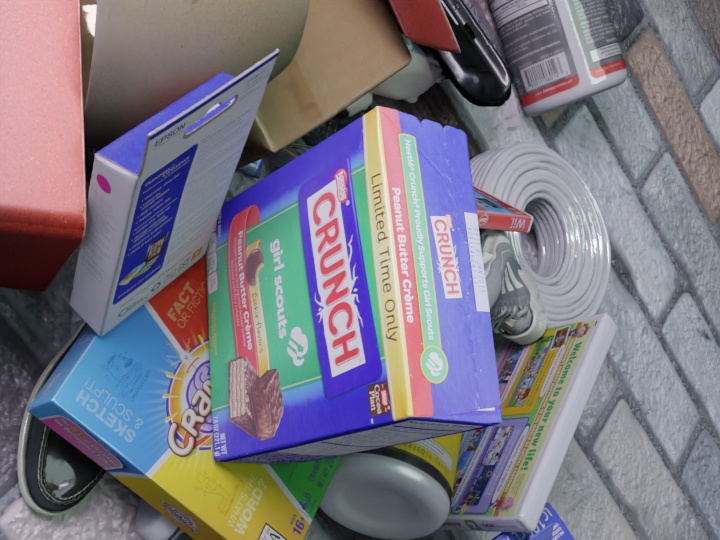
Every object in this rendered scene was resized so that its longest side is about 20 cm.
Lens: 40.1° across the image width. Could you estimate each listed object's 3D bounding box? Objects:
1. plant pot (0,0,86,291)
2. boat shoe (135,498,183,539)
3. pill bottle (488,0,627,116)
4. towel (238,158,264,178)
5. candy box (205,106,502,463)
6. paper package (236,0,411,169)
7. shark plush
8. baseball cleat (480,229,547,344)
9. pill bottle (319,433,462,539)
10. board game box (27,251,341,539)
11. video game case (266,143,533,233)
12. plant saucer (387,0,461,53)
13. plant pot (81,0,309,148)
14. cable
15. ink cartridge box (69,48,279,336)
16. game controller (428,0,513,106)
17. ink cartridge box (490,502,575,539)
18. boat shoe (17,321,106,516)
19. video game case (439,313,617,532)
[{"bbox_3d":[-0.264,-0.101,0.571,0.173,0.199,0.204,0,80,-25],"label":"plant pot"},{"bbox_3d":[-0.093,0.125,0.740,0.070,0.070,0.202,43,50,-20],"label":"boat shoe"},{"bbox_3d":[0.197,-0.275,1.034,0.115,0.115,0.203,-22,95,-40],"label":"pill bottle"},{"bbox_3d":[-0.143,-0.180,0.790,0.198,0.024,0.149,27,65,-33],"label":"towel"},{"bbox_3d":[-0.016,0.022,0.600,0.076,0.199,0.172,7,71,-39],"label":"candy box"},{"bbox_3d":[-0.084,-0.203,0.762,0.190,0.103,0.202,-39,107,-37],"label":"paper package"},{"bbox_3d":[0.039,-0.211,0.924,0.198,0.091,0.084,-13,59,-36],"label":"shark plush"},{"bbox_3d":[0.115,0.027,0.813,0.107,0.069,0.200,50,27,-7],"label":"baseball cleat"},{"bbox_3d":[0.032,0.105,0.807,0.112,0.111,0.202,39,45,-26],"label":"pill bottle"},{"bbox_3d":[-0.100,0.091,0.667,0.200,0.040,0.154,44,52,-22],"label":"board game box"},{"bbox_3d":[0.035,-0.071,0.847,0.197,0.143,0.018,3,112,-39],"label":"video game case"},{"bbox_3d":[0.004,-0.285,0.765,0.201,0.036,0.201,57,11,-42],"label":"plant saucer"},{"bbox_3d":[-0.106,-0.174,0.589,0.132,0.200,0.204,-1,81,-24],"label":"plant pot"},{"bbox_3d":[0.167,-0.026,0.986,0.199,0.069,0.203,-32,101,-39],"label":"cable"},{"bbox_3d":[-0.109,-0.044,0.550,0.037,0.200,0.095,43,54,5],"label":"ink cartridge box"},{"bbox_3d":[0.072,-0.239,0.928,0.104,0.042,0.202,-20,74,-52],"label":"game controller"},{"bbox_3d":[0.094,0.266,0.772,0.135,0.201,0.077,-20,68,-41],"label":"ink cartridge box"},{"bbox_3d":[-0.169,0.072,0.685,0.074,0.066,0.201,41,57,-25],"label":"boat shoe"},{"bbox_3d":[0.111,0.129,0.832,0.022,0.181,0.201,46,56,-21],"label":"video game case"}]
